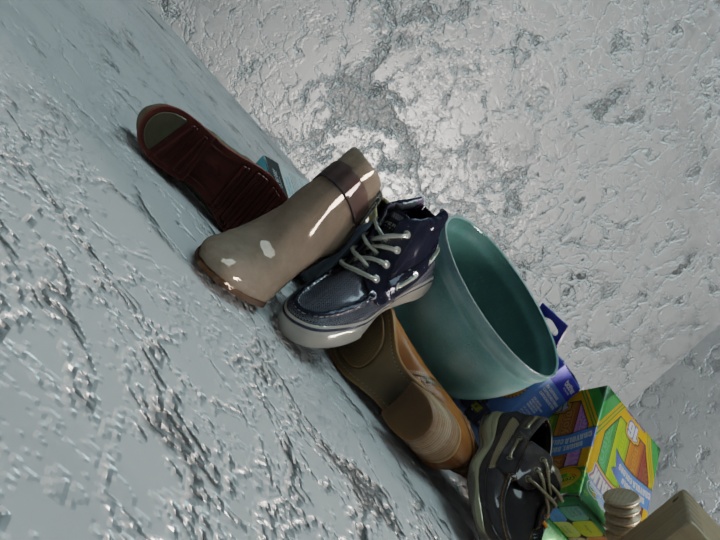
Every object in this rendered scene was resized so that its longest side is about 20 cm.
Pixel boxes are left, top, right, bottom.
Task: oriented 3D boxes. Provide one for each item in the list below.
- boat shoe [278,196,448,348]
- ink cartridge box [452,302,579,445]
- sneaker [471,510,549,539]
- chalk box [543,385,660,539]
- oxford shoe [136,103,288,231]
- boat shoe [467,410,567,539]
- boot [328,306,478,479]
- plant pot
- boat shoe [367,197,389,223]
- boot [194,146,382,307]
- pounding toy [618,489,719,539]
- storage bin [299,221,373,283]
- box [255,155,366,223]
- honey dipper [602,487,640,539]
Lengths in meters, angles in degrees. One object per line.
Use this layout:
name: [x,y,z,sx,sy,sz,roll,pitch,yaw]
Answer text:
boat shoe: [0.006,-0.008,0.662,0.074,0.094,0.199,29,31,24]
ink cartridge box: [0.168,0.129,0.911,0.137,0.200,0.076,49,0,44]
sneaker: [0.162,0.225,0.757,0.078,0.077,0.200,50,17,-13]
chalk box: [0.247,0.256,0.863,0.125,0.123,0.201,46,49,-19]
oxford shoe: [-0.133,-0.091,0.728,0.200,0.070,0.075,47,-2,-31]
boat shoe: [0.143,0.186,0.670,0.075,0.072,0.200,65,21,-19]
boot: [0.045,0.115,0.739,0.155,0.073,0.201,45,14,-51]
plant pot: [0.105,0.060,0.826,0.200,0.134,0.201,42,27,-27]
boat shoe: [0.054,-0.014,1.020,0.077,0.071,0.201,83,-18,-57]
boot: [-0.048,-0.043,0.621,0.070,0.146,0.200,47,4,5]
pounding toy: [0.307,0.349,0.704,0.200,0.184,0.142,48,16,13]
storage bin: [0.000,0.000,0.913,0.134,0.146,0.200,38,-4,42]
box: [-0.063,-0.067,0.984,0.199,0.049,0.083,28,32,-43]
honey dipper: [0.278,0.329,0.778,0.038,0.037,0.203,-103,-174,-82]
